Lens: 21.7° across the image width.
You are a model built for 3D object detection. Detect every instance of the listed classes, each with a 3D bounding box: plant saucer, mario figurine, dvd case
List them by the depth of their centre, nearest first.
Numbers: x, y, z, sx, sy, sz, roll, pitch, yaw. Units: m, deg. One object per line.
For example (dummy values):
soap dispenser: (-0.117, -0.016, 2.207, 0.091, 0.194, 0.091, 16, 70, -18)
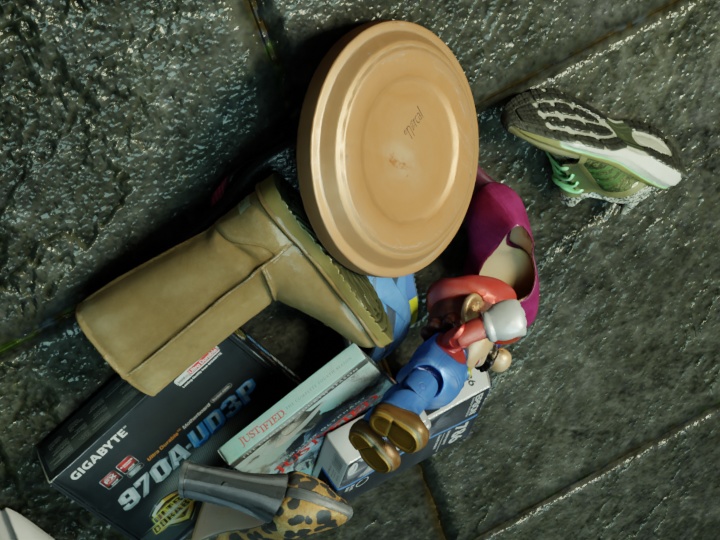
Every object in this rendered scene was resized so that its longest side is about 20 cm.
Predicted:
plant saucer: (0.029, -0.095, 1.471, 0.199, 0.032, 0.202, -7, 99, -48)
mario figurine: (0.081, 0.088, 1.568, 0.200, 0.123, 0.107, -51, 130, -34)
dvd case: (-0.033, 0.134, 1.616, 0.146, 0.022, 0.200, -38, 158, 1)

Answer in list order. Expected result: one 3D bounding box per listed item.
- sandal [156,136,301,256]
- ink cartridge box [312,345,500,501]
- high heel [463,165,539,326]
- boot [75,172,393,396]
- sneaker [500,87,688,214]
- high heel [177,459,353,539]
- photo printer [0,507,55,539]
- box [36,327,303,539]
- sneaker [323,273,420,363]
sandal: (-0.088, -0.055, 1.508, 0.199, 0.045, 0.075, -36, 128, 20)
ink cartridge box: (0.051, 0.138, 1.675, 0.199, 0.039, 0.100, -28, 157, -25)
high heel: (0.129, 0.001, 1.625, 0.067, 0.096, 0.201, -32, 133, -3)
boot: (-0.098, 0.038, 1.497, 0.199, 0.066, 0.176, -35, 103, 15)
sneaker: (0.191, -0.089, 1.613, 0.199, 0.077, 0.089, 17, 123, -34)
high heel: (-0.069, 0.216, 1.574, 0.141, 0.072, 0.200, 10, 157, 10)
photo printer: (-0.252, 0.312, 1.581, 0.069, 0.200, 0.167, -38, 132, 3)
box: (-0.152, 0.137, 1.607, 0.200, 0.046, 0.159, -41, 134, 5)
sneaker: (0.000, 0.000, 1.559, 0.078, 0.066, 0.201, -47, 143, -33)
